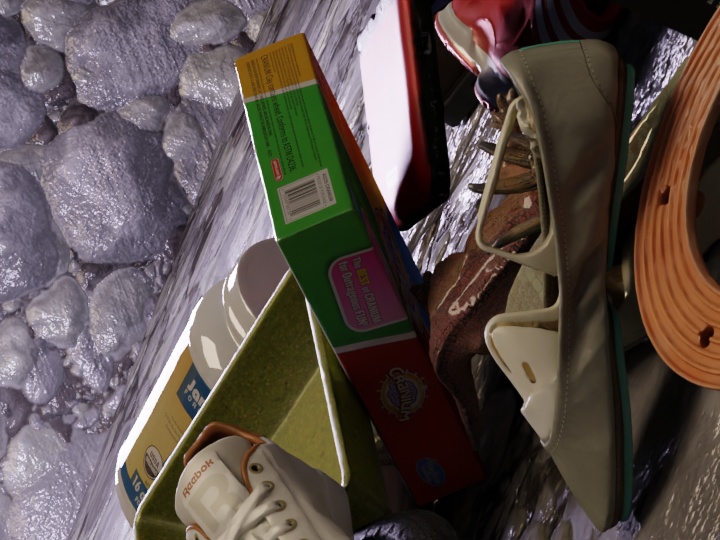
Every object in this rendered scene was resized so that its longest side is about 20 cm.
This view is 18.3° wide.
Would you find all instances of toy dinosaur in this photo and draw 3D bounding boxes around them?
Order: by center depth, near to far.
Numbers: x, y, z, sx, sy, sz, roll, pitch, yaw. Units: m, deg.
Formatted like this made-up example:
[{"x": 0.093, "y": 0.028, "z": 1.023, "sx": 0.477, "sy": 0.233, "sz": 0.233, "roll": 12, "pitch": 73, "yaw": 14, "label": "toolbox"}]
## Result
[{"x": 0.072, "y": -0.004, "z": 1.049, "sx": 0.200, "sy": 0.086, "sz": 0.136, "roll": -62, "pitch": 0, "yaw": 14, "label": "toy dinosaur"}]

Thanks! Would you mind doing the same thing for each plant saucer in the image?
[{"x": -0.047, "y": 0.126, "z": 1.140, "sx": 0.200, "sy": 0.048, "sz": 0.200, "roll": -57, "pitch": 24, "yaw": 25, "label": "plant saucer"}]

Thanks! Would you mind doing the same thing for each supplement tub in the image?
[{"x": -0.062, "y": 0.092, "z": 1.448, "sx": 0.145, "sy": 0.144, "sz": 0.200, "roll": -80, "pitch": 16, "yaw": -54, "label": "supplement tub"}]

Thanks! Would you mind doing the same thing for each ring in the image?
[{"x": 0.165, "y": -0.049, "z": 0.810, "sx": 0.200, "sy": 0.019, "sz": 0.201, "roll": -49, "pitch": 30, "yaw": 41, "label": "ring"}]

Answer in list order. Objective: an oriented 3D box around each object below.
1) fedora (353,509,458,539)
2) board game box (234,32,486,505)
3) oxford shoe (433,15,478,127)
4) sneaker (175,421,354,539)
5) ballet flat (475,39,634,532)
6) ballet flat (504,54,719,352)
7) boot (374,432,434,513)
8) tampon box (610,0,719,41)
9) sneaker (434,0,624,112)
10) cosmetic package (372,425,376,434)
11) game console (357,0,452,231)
[{"x": -0.001, "y": 0.204, "z": 0.965, "sx": 0.201, "sy": 0.092, "sz": 0.201, "roll": -48, "pitch": 15, "yaw": 18, "label": "fedora"}, {"x": 0.000, "y": 0.000, "z": 1.142, "sx": 0.040, "sy": 0.200, "sz": 0.153, "roll": -22, "pitch": 41, "yaw": 6, "label": "board game box"}, {"x": 0.072, "y": -0.186, "z": 1.556, "sx": 0.200, "sy": 0.084, "sz": 0.073, "roll": -56, "pitch": 12, "yaw": 40, "label": "oxford shoe"}, {"x": -0.041, "y": 0.122, "z": 0.923, "sx": 0.073, "sy": 0.085, "sz": 0.200, "roll": -50, "pitch": 20, "yaw": 5, "label": "sneaker"}, {"x": 0.078, "y": 0.007, "z": 0.911, "sx": 0.067, "sy": 0.064, "sz": 0.201, "roll": -119, "pitch": 29, "yaw": -86, "label": "ballet flat"}, {"x": 0.119, "y": -0.013, "z": 0.949, "sx": 0.062, "sy": 0.067, "sz": 0.200, "roll": -99, "pitch": 30, "yaw": -48, "label": "ballet flat"}, {"x": -0.022, "y": 0.190, "z": 1.204, "sx": 0.200, "sy": 0.073, "sz": 0.156, "roll": -58, "pitch": 13, "yaw": 34, "label": "boot"}, {"x": 0.127, "y": -0.210, "z": 0.953, "sx": 0.126, "sy": 0.200, "sz": 0.150, "roll": 126, "pitch": 165, "yaw": -54, "label": "tampon box"}, {"x": 0.114, "y": -0.157, "z": 1.342, "sx": 0.116, "sy": 0.078, "sz": 0.200, "roll": -55, "pitch": 25, "yaw": 16, "label": "sneaker"}, {"x": -0.024, "y": 0.134, "z": 1.317, "sx": 0.108, "sy": 0.085, "sz": 0.200, "roll": -90, "pitch": 24, "yaw": -69, "label": "cosmetic package"}, {"x": 0.067, "y": -0.118, "z": 1.206, "sx": 0.200, "sy": 0.118, "sz": 0.173, "roll": 140, "pitch": 124, "yaw": -83, "label": "game console"}]
